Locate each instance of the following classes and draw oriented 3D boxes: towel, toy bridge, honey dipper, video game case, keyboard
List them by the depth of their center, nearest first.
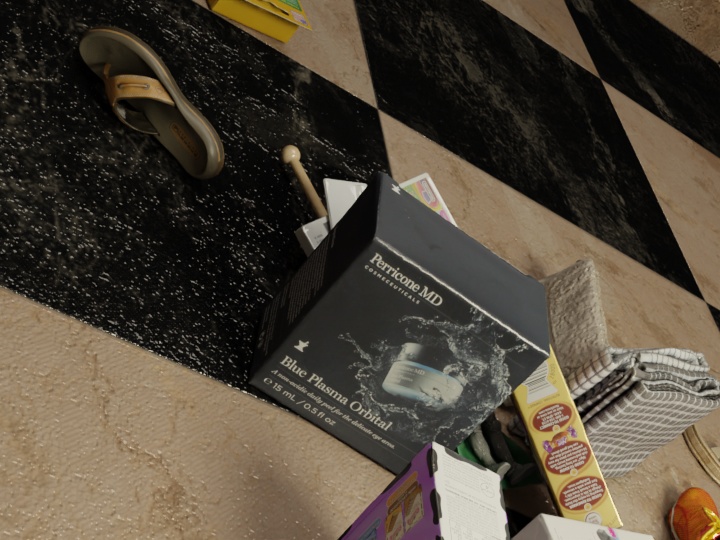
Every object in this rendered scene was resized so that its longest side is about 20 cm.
[{"bbox_3d":[0.000,0.000,1.322,0.056,0.011,0.202,2,67,-30],"label":"keyboard"},{"bbox_3d":[0.037,-0.012,1.372,0.199,0.018,0.144,-26,85,-41],"label":"video game case"},{"bbox_3d":[0.284,0.156,1.400,0.199,0.165,0.086,7,49,-48],"label":"towel"},{"bbox_3d":[-0.043,-0.065,1.418,0.038,0.038,0.201,11,42,-45],"label":"honey dipper"},{"bbox_3d":[0.215,0.065,1.472,0.035,0.132,0.201,55,20,-26],"label":"towel"},{"bbox_3d":[0.456,0.238,1.651,0.067,0.027,0.201,3,47,-47],"label":"toy bridge"}]

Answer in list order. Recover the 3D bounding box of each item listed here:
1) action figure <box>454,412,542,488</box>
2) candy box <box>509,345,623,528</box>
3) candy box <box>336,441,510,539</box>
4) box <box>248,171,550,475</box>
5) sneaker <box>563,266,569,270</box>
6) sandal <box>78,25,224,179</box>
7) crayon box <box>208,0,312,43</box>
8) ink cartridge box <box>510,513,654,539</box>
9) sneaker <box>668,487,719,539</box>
[{"bbox_3d":[0.106,0.131,1.326,0.118,0.055,0.201,12,38,-45],"label":"action figure"},{"bbox_3d":[0.190,0.160,1.274,0.117,0.056,0.201,42,24,-85],"label":"candy box"},{"bbox_3d":[0.037,0.257,0.933,0.071,0.168,0.201,27,32,-22],"label":"candy box"},{"bbox_3d":[0.035,0.057,1.178,0.196,0.200,0.118,33,29,-16],"label":"box"},{"bbox_3d":[0.258,0.063,1.607,0.079,0.074,0.201,44,33,-17],"label":"sneaker"},{"bbox_3d":[-0.220,-0.167,1.317,0.200,0.082,0.055,51,50,2],"label":"sandal"},{"bbox_3d":[-0.149,-0.379,1.709,0.125,0.052,0.201,18,35,-38],"label":"crayon box"},{"bbox_3d":[0.201,0.288,1.158,0.199,0.115,0.068,19,36,-38],"label":"ink cartridge box"},{"bbox_3d":[0.384,0.299,1.421,0.073,0.077,0.200,37,27,-7],"label":"sneaker"}]
